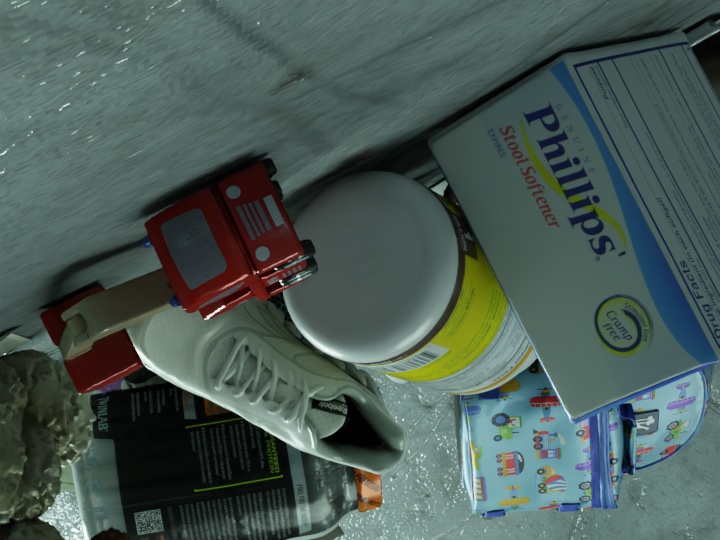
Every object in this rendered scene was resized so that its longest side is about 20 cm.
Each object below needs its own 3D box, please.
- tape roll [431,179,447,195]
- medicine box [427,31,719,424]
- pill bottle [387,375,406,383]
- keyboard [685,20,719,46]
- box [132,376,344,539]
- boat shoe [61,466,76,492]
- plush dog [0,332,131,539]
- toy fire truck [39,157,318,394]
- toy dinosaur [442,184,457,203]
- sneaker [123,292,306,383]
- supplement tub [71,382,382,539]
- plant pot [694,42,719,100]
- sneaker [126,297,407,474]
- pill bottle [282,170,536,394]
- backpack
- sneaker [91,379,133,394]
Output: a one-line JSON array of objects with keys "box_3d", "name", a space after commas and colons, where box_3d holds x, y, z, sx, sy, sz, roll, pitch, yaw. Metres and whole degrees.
[{"box_3d": [0.133, -0.079, 1.254, 0.203, 0.037, 0.203, -27, 177, -2], "name": "tape roll"}, {"box_3d": [0.160, -0.032, 0.933, 0.103, 0.182, 0.200, -29, 175, 33], "name": "medicine box"}, {"box_3d": [0.101, 0.018, 1.272, 0.200, 0.104, 0.104, -28, 176, 23], "name": "pill bottle"}, {"box_3d": [0.163, -0.120, 1.076, 0.200, 0.011, 0.056, -28, 176, 29], "name": "keyboard"}, {"box_3d": [-0.098, 0.126, 1.182, 0.095, 0.200, 0.078, -25, -179, -6], "name": "box"}, {"box_3d": [-0.204, 0.138, 1.221, 0.200, 0.072, 0.068, 8, 165, -28], "name": "boat shoe"}, {"box_3d": [-0.214, 0.144, 0.861, 0.200, 0.172, 0.160, -24, 176, -19], "name": "plush dog"}, {"box_3d": [-0.093, 0.008, 0.769, 0.141, 0.049, 0.200, -26, 176, -3], "name": "toy fire truck"}, {"box_3d": [0.000, 0.000, 1.113, 0.200, 0.086, 0.136, -34, 167, 25], "name": "toy dinosaur"}, {"box_3d": [-0.071, 0.039, 1.039, 0.200, 0.091, 0.078, -28, 175, 18], "name": "sneaker"}, {"box_3d": [-0.091, 0.131, 1.082, 0.200, 0.123, 0.123, -8, 175, -5], "name": "supplement tub"}, {"box_3d": [0.341, -0.114, 1.155, 0.198, 0.200, 0.200, -19, 178, 10], "name": "plant pot"}, {"box_3d": [-0.052, 0.065, 0.958, 0.075, 0.200, 0.081, -59, -152, 4], "name": "sneaker"}, {"box_3d": [0.044, 0.014, 0.953, 0.109, 0.109, 0.200, -28, 157, 20], "name": "pill bottle"}, {"box_3d": [0.171, 0.088, 1.176, 0.200, 0.183, 0.135, -2, -140, 1], "name": "backpack"}, {"box_3d": [-0.144, 0.075, 1.275, 0.200, 0.073, 0.114, -36, 174, -10], "name": "sneaker"}]
